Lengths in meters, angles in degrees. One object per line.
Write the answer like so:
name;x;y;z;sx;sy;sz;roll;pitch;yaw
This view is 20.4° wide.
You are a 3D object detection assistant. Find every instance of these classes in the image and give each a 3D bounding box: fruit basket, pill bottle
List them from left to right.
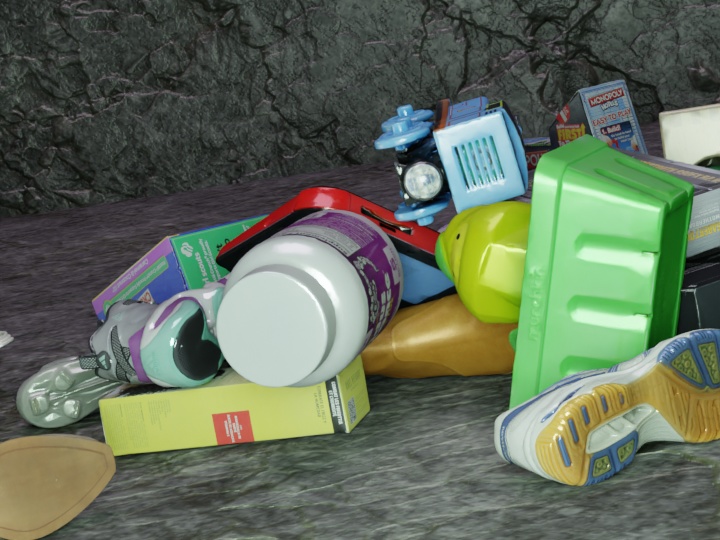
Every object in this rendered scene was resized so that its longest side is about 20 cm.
pill bottle;-0.039;0.024;1.487;0.111;0.113;0.200;-7;9;15
fruit basket;0.131;0.004;1.454;0.214;0.218;0.155;-5;9;25

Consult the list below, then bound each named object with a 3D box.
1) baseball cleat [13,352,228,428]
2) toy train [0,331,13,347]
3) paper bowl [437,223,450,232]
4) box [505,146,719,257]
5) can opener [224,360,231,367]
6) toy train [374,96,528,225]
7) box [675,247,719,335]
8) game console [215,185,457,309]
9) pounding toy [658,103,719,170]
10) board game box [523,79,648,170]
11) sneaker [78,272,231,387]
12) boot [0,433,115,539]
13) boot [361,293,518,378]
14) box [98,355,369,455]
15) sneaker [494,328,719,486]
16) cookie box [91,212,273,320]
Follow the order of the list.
baseball cleat;-0.206;0.085;1.750;0.198;0.070;0.106;-11;9;-14
toy train;-0.397;0.112;1.854;0.149;0.056;0.200;-6;12;12
paper bowl;0.171;0.001;1.778;0.199;0.105;0.201;-9;8;1
box;0.197;-0.047;1.618;0.157;0.049;0.200;-18;19;-26
can opener;-0.058;0.066;1.741;0.063;0.079;0.199;-7;-2;36
toy train;0.077;-0.093;1.610;0.113;0.087;0.200;-15;10;7
box;0.277;0.029;1.561;0.199;0.080;0.141;-16;7;-38
game console;0.000;0.000;1.678;0.199;0.031;0.177;24;-32;-25
pounding toy;0.352;-0.058;1.794;0.141;0.186;0.200;-8;0;13
board game box;0.216;-0.079;1.934;0.061;0.202;0.199;-15;10;-32
sneaker;-0.147;0.042;1.596;0.139;0.078;0.200;-4;8;31
boot;-0.287;0.154;1.381;0.199;0.071;0.146;-15;8;-36
boot;0.046;0.060;1.618;0.143;0.071;0.201;-7;-5;-28
box;-0.098;0.105;1.562;0.198;0.051;0.075;-7;9;15
sneaker;0.175;0.083;1.321;0.199;0.076;0.088;-14;9;-32
cookie box;-0.138;0.011;1.972;0.199;0.076;0.171;-16;-12;-40
